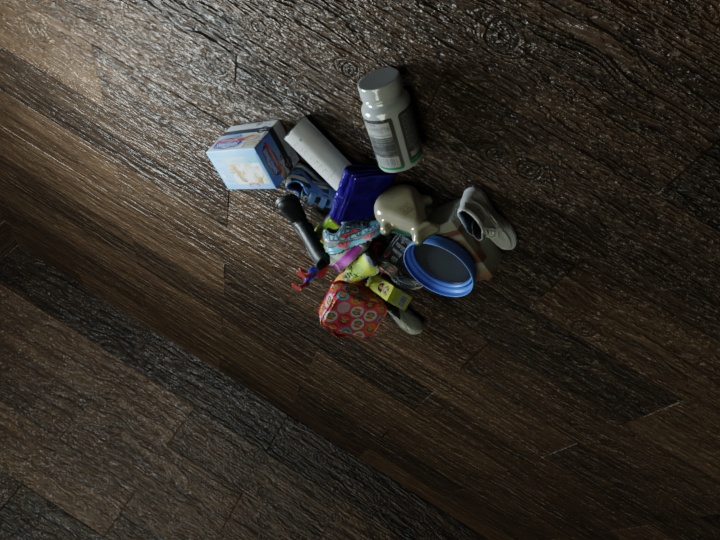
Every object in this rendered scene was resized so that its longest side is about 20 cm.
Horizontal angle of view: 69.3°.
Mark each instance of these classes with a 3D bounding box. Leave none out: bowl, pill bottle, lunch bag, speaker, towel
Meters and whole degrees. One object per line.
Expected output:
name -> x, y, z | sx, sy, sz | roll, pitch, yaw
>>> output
bowl -> 0.207, -0.013, 1.350 | 0.198, 0.040, 0.202 | 26, 150, 16
pill bottle -> 0.066, -0.330, 1.154 | 0.111, 0.114, 0.202 | 8, 139, 31
lunch bag -> -0.030, 0.137, 1.646 | 0.197, 0.082, 0.178 | 20, 114, -23
speaker -> -0.101, -0.300, 1.355 | 0.200, 0.082, 0.081 | 43, 145, -15
towel -> 0.005, -0.197, 1.358 | 0.145, 0.050, 0.201 | -7, 154, -21

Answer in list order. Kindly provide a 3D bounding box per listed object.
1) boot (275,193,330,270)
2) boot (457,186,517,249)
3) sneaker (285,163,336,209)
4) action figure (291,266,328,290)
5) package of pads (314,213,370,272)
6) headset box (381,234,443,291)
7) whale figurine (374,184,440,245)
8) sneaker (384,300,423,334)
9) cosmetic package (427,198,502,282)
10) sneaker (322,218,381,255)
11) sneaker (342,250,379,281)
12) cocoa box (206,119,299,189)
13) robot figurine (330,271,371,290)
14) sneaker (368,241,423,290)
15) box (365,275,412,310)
boot -> -0.161, -0.107, 1.500 | 0.203, 0.065, 0.165 | 65, -171, 14
boot -> 0.303, -0.100, 1.264 | 0.200, 0.096, 0.073 | 45, 144, -18
sneaker -> -0.126, -0.216, 1.478 | 0.198, 0.083, 0.074 | 32, 144, -1
action figure -> -0.162, -0.008, 1.579 | 0.098, 0.199, 0.066 | 33, 113, 13
package of pads -> -0.070, -0.092, 1.600 | 0.154, 0.069, 0.200 | 38, 145, -9
headset box -> 0.178, -0.042, 1.455 | 0.198, 0.078, 0.149 | 33, 147, -3
whale figurine -> 0.120, -0.127, 1.314 | 0.200, 0.158, 0.104 | 48, 168, 38
sneaker -> 0.126, 0.140, 1.732 | 0.200, 0.072, 0.072 | 47, 152, -14
cosmetic package -> 0.264, -0.073, 1.337 | 0.200, 0.088, 0.103 | 48, 145, -21
sneaker -> -0.017, -0.117, 1.465 | 0.197, 0.079, 0.097 | -23, 103, 5
sneaker -> 0.000, 0.000, 1.539 | 0.076, 0.076, 0.200 | 55, 163, 4
cocoa box -> -0.299, -0.316, 1.447 | 0.197, 0.132, 0.135 | 5, 138, 34
robot figurine -> -0.017, 0.083, 1.734 | 0.142, 0.117, 0.201 | 0, 136, 42
sneaker -> 0.108, -0.011, 1.546 | 0.197, 0.081, 0.075 | 28, 144, 8
box -> 0.083, 0.061, 1.585 | 0.074, 0.051, 0.200 | 29, -179, -22
